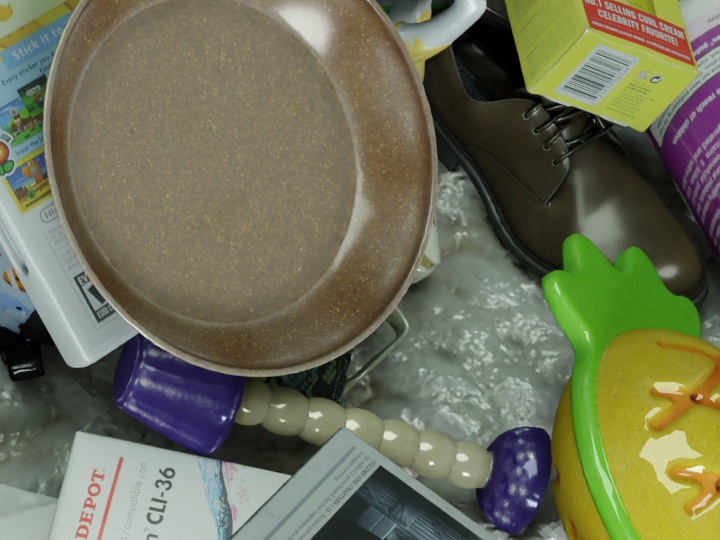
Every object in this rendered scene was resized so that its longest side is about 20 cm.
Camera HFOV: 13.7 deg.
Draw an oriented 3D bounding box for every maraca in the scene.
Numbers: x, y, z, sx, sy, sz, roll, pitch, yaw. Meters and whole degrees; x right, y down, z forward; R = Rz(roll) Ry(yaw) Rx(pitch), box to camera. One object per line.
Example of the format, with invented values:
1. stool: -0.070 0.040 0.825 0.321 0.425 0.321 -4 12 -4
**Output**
1. maraca: 0.138 0.076 1.358 0.137 0.107 0.200 14 53 -51

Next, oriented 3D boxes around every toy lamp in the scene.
1. toy lamp: -0.013 0.071 1.351 0.200 0.058 0.058 18 53 -17

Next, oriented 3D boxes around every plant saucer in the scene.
1. plant saucer: -0.057 -0.051 1.322 0.200 0.037 0.201 5 80 -32

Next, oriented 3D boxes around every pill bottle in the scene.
1. pill bottle: 0.217 -0.039 1.454 0.112 0.112 0.200 -16 58 -16

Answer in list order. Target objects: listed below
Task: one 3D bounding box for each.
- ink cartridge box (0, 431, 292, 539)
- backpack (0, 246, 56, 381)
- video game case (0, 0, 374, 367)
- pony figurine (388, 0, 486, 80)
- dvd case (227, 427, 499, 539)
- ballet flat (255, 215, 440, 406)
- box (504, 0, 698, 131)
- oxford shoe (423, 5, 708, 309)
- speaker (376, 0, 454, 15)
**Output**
1. ink cartridge box: -0.082 0.145 1.320 0.200 0.068 0.117 11 56 2
2. backpack: -0.161 -0.085 1.408 0.190 0.154 0.200 34 57 1
3. video game case: -0.095 -0.083 1.337 0.200 0.023 0.182 -34 102 -32
4. pony figurine: 0.016 -0.199 1.409 0.193 0.200 0.167 42 36 -3
5. dvd case: 0.034 0.162 1.222 0.200 0.025 0.150 35 37 9
6. ballet flat: 0.000 0.000 1.442 0.074 0.074 0.200 23 58 10
7. box: 0.105 -0.164 1.476 0.075 0.050 0.200 18 44 -30
8. oxford shoe: 0.096 -0.054 1.471 0.073 0.084 0.200 -33 66 -27
9. speaker: -0.025 -0.165 1.535 0.200 0.089 0.089 -9 56 -12
